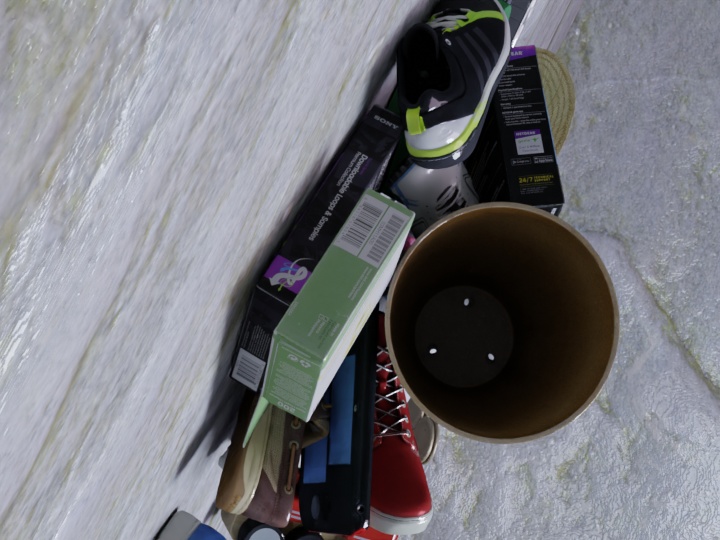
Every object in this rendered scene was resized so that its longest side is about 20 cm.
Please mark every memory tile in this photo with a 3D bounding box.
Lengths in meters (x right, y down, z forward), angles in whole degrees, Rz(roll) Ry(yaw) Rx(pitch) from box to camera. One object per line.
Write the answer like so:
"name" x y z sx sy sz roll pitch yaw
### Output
"memory tile" 0.033 0.209 1.723 0.154 0.017 0.201 -107 -144 -54

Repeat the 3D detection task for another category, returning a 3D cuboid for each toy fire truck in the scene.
"toy fire truck" -0.038 0.203 1.642 0.201 0.175 0.129 -68 -159 8

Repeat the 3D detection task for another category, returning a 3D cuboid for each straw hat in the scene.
"straw hat" 0.108 -0.153 1.561 0.085 0.201 0.202 26 93 -43

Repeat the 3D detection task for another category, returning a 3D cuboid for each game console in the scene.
"game console" -0.020 0.120 1.329 0.177 0.031 0.202 148 -55 -76

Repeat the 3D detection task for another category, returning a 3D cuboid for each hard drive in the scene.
"hard drive" 0.198 -0.325 1.841 0.140 0.038 0.200 -65 173 26

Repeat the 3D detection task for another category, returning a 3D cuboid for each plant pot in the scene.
"plant pot" 0.100 0.049 1.313 0.187 0.185 0.200 -61 -177 -7

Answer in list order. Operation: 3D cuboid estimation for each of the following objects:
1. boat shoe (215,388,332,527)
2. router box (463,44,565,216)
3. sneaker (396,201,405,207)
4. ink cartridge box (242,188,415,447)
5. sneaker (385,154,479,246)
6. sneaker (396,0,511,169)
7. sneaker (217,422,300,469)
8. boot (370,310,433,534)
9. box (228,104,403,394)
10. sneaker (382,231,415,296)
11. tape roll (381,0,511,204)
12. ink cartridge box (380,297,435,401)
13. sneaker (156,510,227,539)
"boat shoe" -0.060 0.122 1.307 0.072 0.072 0.201 -53 -163 47
"router box" 0.126 -0.085 1.395 0.200 0.051 0.151 106 -23 -69
"sneaker" 0.035 -0.017 1.697 0.081 0.075 0.200 -52 178 26
"ink cartridge box" -0.027 0.049 1.189 0.146 0.048 0.200 -58 172 -31
"sneaker" 0.069 -0.062 1.317 0.072 0.072 0.200 -46 164 -4
"sneaker" 0.069 -0.169 1.222 0.083 0.071 0.201 60 30 -41
"sneaker" -0.071 0.137 1.437 0.200 0.080 0.084 -43 149 -83
"boot" 0.020 0.122 1.369 0.200 0.072 0.145 -119 -146 -55
"box" -0.033 -0.017 1.225 0.201 0.036 0.143 -57 174 -34
"sneaker" 0.000 0.000 1.411 0.095 0.079 0.200 -48 -176 12
"tape roll" 0.068 -0.157 1.408 0.202 0.048 0.200 -62 175 -9
"ink cartridge box" 0.002 0.089 1.588 0.067 0.115 0.200 69 27 -20
"sneaker" -0.147 0.293 1.285 0.200 0.111 0.077 -55 171 -51
